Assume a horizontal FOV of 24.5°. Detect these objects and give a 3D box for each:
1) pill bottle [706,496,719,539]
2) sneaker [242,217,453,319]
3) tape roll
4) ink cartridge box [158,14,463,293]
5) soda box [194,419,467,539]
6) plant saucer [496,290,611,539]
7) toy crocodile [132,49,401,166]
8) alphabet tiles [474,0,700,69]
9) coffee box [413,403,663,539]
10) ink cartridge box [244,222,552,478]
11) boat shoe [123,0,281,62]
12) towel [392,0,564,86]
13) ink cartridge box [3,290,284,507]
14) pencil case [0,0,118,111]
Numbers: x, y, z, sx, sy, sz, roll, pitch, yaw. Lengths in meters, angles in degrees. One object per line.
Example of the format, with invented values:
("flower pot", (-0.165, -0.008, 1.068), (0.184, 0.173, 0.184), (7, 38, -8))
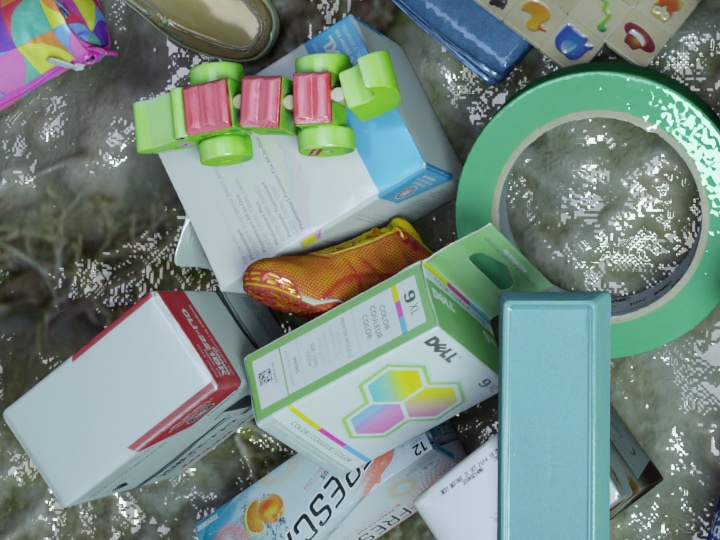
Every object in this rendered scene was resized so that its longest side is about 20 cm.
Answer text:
("pill bottle", (0.290, 0.168, 1.091), (0.111, 0.112, 0.201), (17, 92, 18))
("sneaker", (0.000, 0.000, 1.168), (0.073, 0.199, 0.078), (4, 91, 50))
("tape roll", (0.166, -0.041, 1.145), (0.199, 0.048, 0.202), (4, 106, 12))
("ink cartridge box", (-0.044, -0.072, 1.206), (0.199, 0.128, 0.126), (-29, 78, 14))
("soda box", (-0.020, 0.167, 1.209), (0.200, 0.068, 0.064), (-37, 54, 13))
("plant saucer", (0.114, 0.113, 0.991), (0.069, 0.019, 0.202), (0, 87, 19))
("toy crocodile", (-0.066, -0.111, 1.116), (0.198, 0.062, 0.068), (-4, 84, 20))
("alphabet tiles", (0.151, -0.237, 1.178), (0.200, 0.008, 0.167), (38, 77, 8))
("coffee box", (0.124, 0.144, 1.100), (0.114, 0.200, 0.080), (-39, 76, 13))
("ink cartridge box", (0.032, 0.057, 1.118), (0.199, 0.104, 0.060), (-29, 52, 18))
("boat shoe", (-0.155, -0.222, 1.278), (0.199, 0.076, 0.072), (29, 96, 17))
("towel", (0.064, -0.236, 1.216), (0.200, 0.049, 0.112), (43, 90, 13))
("ink cartridge box", (-0.140, 0.087, 1.194), (0.144, 0.200, 0.084), (-38, 80, 13))
("pencil case", (-0.294, -0.167, 1.320), (0.199, 0.088, 0.089), (-24, 80, 18))
